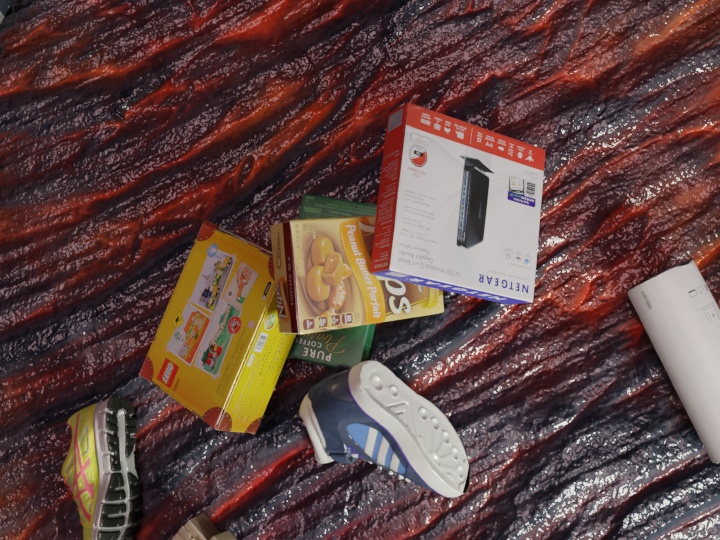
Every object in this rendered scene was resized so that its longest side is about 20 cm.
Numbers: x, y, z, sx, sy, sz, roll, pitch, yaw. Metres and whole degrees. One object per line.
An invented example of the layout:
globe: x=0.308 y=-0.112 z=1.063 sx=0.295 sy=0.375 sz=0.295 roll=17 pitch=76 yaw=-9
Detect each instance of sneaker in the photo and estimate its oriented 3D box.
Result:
sneaker: x=-0.326 y=0.264 z=0.883 sx=0.088 sy=0.078 sz=0.206 roll=-9 pitch=73 yaw=17
sneaker: x=0.018 y=0.199 z=0.832 sx=0.200 sy=0.081 sz=0.145 roll=46 pitch=129 yaw=-14

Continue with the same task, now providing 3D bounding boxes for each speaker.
speaker: x=0.368 y=0.097 z=0.769 sx=0.079 sy=0.081 sz=0.205 roll=-24 pitch=77 yaw=5

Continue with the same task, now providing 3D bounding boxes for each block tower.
block tower: x=-0.236 y=0.380 z=0.848 sx=0.058 sy=0.054 sz=0.201 roll=41 pitch=89 yaw=14

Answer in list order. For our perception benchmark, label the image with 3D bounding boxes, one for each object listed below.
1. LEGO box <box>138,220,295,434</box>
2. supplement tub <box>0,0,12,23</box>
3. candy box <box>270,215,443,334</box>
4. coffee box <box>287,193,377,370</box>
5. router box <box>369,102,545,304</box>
LEGO box: x=-0.156 y=0.066 z=0.850 sx=0.147 sy=0.077 sz=0.205 roll=23 pitch=89 yaw=33
supplement tub: x=-0.582 y=-0.377 z=1.008 sx=0.138 sy=0.140 sz=0.204 roll=26 pitch=86 yaw=14
candy box: x=0.000 y=0.000 z=0.803 sx=0.195 sy=0.055 sz=0.119 roll=-6 pitch=91 yaw=-33
coffee box: x=-0.032 y=0.015 z=0.880 sx=0.119 sy=0.044 sz=0.206 roll=9 pitch=81 yaw=13
router box: x=0.114 y=-0.069 z=0.810 sx=0.195 sy=0.049 sz=0.185 roll=11 pitch=80 yaw=-26
